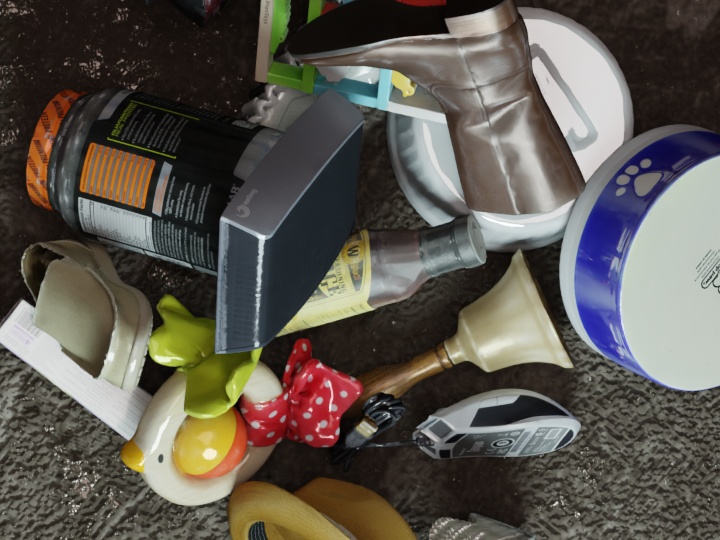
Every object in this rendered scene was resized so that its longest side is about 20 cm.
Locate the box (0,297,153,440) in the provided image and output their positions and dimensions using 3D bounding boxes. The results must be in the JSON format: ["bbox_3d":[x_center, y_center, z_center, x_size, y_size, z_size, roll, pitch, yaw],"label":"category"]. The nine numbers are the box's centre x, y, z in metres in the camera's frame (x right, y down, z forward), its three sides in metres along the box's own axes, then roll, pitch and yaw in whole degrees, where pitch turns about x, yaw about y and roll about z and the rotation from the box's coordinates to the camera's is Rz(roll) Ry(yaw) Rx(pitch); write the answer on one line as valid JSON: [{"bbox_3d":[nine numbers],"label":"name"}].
[{"bbox_3d":[-0.203,0.096,1.663,0.200,0.039,0.042,37,86,-8],"label":"box"}]

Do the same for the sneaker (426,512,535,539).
[{"bbox_3d":[0.087,0.248,1.619,0.069,0.200,0.100,19,92,17],"label":"sneaker"}]

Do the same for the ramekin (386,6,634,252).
[{"bbox_3d":[0.124,-0.117,1.680,0.199,0.098,0.202,0,88,-5],"label":"ramekin"}]

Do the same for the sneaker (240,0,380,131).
[{"bbox_3d":[-0.027,-0.162,1.684,0.081,0.075,0.200,38,86,-12],"label":"sneaker"}]

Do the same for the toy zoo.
[{"bbox_3d":[0.022,-0.180,1.580,0.199,0.020,0.132,13,130,7],"label":"toy zoo"}]

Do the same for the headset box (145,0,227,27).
[{"bbox_3d":[-0.097,-0.282,1.639,0.075,0.149,0.200,42,85,-2],"label":"headset box"}]

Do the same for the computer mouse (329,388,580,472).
[{"bbox_3d":[0.079,0.122,1.681,0.199,0.110,0.044,-1,63,-17],"label":"computer mouse"}]

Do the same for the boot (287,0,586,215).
[{"bbox_3d":[0.060,-0.113,1.573,0.186,0.064,0.200,-5,131,24],"label":"boot"}]

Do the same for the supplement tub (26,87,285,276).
[{"bbox_3d":[-0.150,-0.070,1.624,0.199,0.122,0.123,17,86,15],"label":"supplement tub"}]

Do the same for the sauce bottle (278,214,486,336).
[{"bbox_3d":[0.000,0.000,1.648,0.199,0.066,0.066,-18,90,17],"label":"sauce bottle"}]

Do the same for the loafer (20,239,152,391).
[{"bbox_3d":[-0.213,0.033,1.595,0.068,0.200,0.076,8,107,-26],"label":"loafer"}]

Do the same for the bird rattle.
[{"bbox_3d":[-0.105,0.108,1.620,0.113,0.200,0.163,40,92,33],"label":"bird rattle"}]

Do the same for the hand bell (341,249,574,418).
[{"bbox_3d":[0.061,0.071,1.687,0.199,0.104,0.104,-25,91,7],"label":"hand bell"}]

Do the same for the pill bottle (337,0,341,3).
[{"bbox_3d":[0.059,-0.287,1.641,0.114,0.114,0.200,33,63,-4],"label":"pill bottle"}]

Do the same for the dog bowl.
[{"bbox_3d":[0.259,-0.009,1.653,0.199,0.079,0.201,-12,114,-28],"label":"dog bowl"}]

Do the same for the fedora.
[{"bbox_3d":[-0.012,0.225,1.633,0.201,0.201,0.082,48,58,-2],"label":"fedora"}]

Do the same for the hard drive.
[{"bbox_3d":[-0.050,-0.036,1.550,0.042,0.200,0.135,16,126,15],"label":"hard drive"}]
